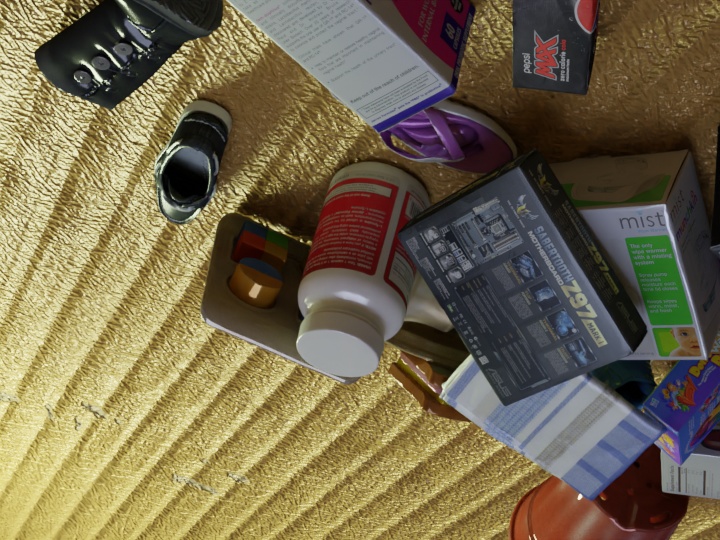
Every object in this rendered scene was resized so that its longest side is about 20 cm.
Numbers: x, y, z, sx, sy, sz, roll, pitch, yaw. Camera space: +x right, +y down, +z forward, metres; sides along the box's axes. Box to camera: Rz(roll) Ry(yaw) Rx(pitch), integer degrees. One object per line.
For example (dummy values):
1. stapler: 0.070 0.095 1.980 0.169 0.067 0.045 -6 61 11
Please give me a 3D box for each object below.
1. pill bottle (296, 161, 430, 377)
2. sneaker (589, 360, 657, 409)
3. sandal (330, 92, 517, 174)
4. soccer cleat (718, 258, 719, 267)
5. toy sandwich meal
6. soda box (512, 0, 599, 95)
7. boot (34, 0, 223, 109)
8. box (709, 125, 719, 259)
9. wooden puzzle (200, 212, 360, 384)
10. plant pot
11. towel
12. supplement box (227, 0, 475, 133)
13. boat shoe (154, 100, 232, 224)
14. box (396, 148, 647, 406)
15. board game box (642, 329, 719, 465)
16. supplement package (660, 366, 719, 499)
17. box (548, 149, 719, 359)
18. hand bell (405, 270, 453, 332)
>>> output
1. pill bottle: 0.000 0.000 1.350 0.110 0.202 0.113 11 147 7
2. sneaker: 0.279 0.112 1.425 0.076 0.106 0.199 -47 150 24
3. sandal: 0.054 -0.132 1.272 0.200 0.050 0.082 25 146 -14
4. soccer cleat: 0.319 0.009 1.349 0.075 0.068 0.200 12 155 -23
5. toy sandwich meal: 0.087 0.107 1.504 0.202 0.071 0.205 17 -173 -2
6. soda box: 0.158 -0.233 1.069 0.070 0.064 0.201 8 146 12
7. boot: -0.244 -0.239 1.240 0.164 0.066 0.199 38 146 -27
8. box: 0.398 -0.031 1.191 0.078 0.143 0.199 -19 134 42
9. wooden puzzle: -0.073 0.017 1.429 0.183 0.201 0.047 25 119 -13
10. plant pot: 0.312 0.308 1.695 0.198 0.203 0.196 18 139 -4
11. towel: 0.190 0.139 1.348 0.199 0.024 0.147 35 133 0
12. supplement box: -0.009 -0.226 1.115 0.199 0.102 0.103 37 141 -29
13. boat shoe: -0.186 -0.099 1.412 0.075 0.061 0.201 18 147 -4
14. box: 0.148 0.010 1.235 0.157 0.051 0.201 -28 99 40
15. board game box: 0.356 0.122 1.386 0.045 0.135 0.200 40 176 22
16. supplement package: 0.447 0.193 1.522 0.197 0.115 0.110 4 147 16
17. box: 0.232 -0.012 1.282 0.197 0.097 0.178 -2 126 33
18. hand bell: 0.134 0.058 1.435 0.198 0.105 0.104 29 146 -1
